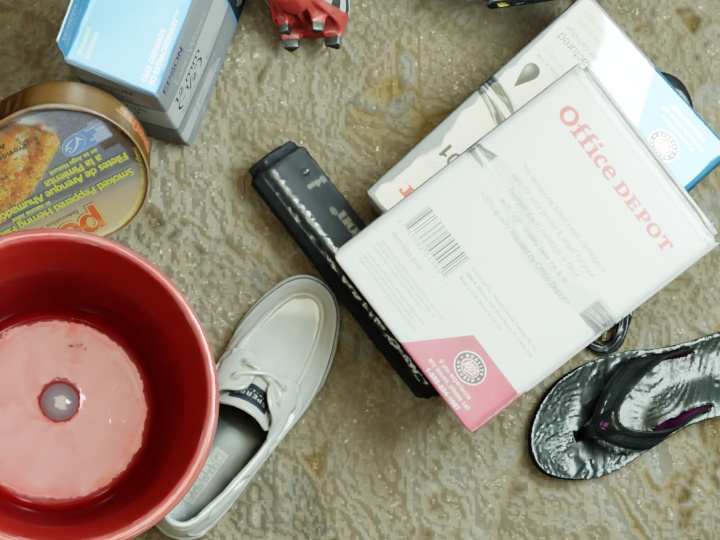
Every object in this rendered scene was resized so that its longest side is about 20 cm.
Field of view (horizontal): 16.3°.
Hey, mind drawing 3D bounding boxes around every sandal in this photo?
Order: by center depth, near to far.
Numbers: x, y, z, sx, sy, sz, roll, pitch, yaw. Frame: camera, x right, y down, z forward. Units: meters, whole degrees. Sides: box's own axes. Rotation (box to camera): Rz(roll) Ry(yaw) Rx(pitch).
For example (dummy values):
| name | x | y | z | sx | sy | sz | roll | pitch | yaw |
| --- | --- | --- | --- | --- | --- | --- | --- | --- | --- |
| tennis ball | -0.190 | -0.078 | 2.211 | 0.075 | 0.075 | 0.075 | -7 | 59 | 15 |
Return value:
| name | x | y | z | sx | sy | sz | roll | pitch | yaw |
| --- | --- | --- | --- | --- | --- | --- | --- | --- | --- |
| sandal | 0.206 | 0.083 | 1.717 | 0.200 | 0.048 | 0.075 | -22 | 86 | -10 |

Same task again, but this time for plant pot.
| name | x | y | z | sx | sy | sz | roll | pitch | yaw |
| --- | --- | --- | --- | --- | --- | --- | --- | --- | --- |
| plant pot | -0.193 | 0.082 | 1.601 | 0.200 | 0.177 | 0.201 | 1 | 83 | -7 |

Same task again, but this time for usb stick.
| name | x | y | z | sx | sy | sz | roll | pitch | yaw |
| --- | --- | --- | --- | --- | --- | --- | --- | --- | --- |
| usb stick | 0.000 | 0.000 | 1.703 | 0.200 | 0.033 | 0.055 | 52 | 45 | 2 |

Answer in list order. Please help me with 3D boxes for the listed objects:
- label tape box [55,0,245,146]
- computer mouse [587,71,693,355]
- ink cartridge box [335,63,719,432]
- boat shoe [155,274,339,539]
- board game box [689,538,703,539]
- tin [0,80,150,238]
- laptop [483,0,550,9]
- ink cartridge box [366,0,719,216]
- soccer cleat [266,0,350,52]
| name | x | y | z | sx | sy | sz | roll | pitch | yaw |
| --- | --- | --- | --- | --- | --- | --- | --- | --- | --- |
| label tape box | -0.127 | -0.176 | 1.627 | 0.066 | 0.200 | 0.143 | 19 | 81 | 7 |
| computer mouse | 0.187 | -0.040 | 1.743 | 0.059 | 0.034 | 0.200 | 16 | 88 | 3 |
| ink cartridge box | 0.106 | -0.015 | 1.604 | 0.200 | 0.085 | 0.146 | -37 | 89 | 3 |
| boat shoe | -0.076 | 0.088 | 1.671 | 0.072 | 0.066 | 0.200 | 37 | 80 | -1 |
| board game box | 0.255 | 0.264 | 1.641 | 0.057 | 0.165 | 0.200 | -45 | 90 | -9 |
| tin | -0.227 | -0.051 | 1.633 | 0.200 | 0.042 | 0.112 | -25 | 119 | 18 |
| laptop | 0.111 | -0.283 | 1.683 | 0.200 | 0.116 | 0.187 | -4 | 51 | 32 |
| ink cartridge box | 0.124 | -0.063 | 1.688 | 0.200 | 0.086 | 0.146 | -42 | 88 | -1 |
| soccer cleat | -0.045 | -0.215 | 1.653 | 0.069 | 0.200 | 0.085 | -3 | 70 | 10 |
